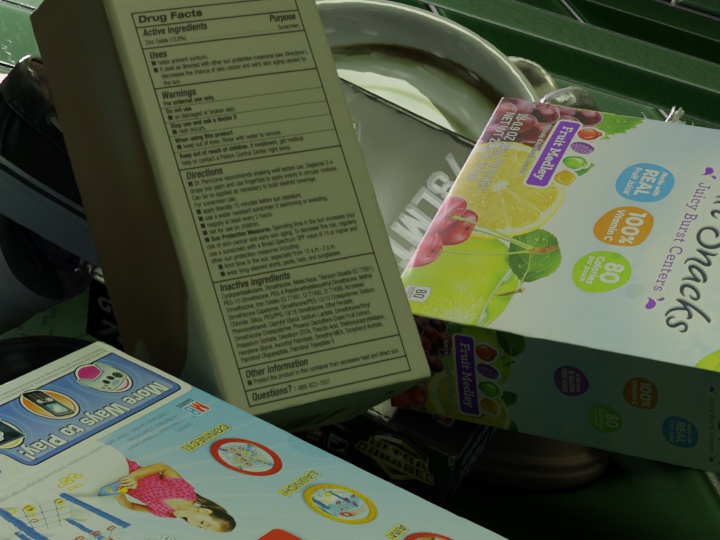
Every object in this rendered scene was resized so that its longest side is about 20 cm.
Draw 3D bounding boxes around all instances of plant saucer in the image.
[{"bbox_3d":[0.003,-0.068,1.272,0.200,0.050,0.200,6,46,-6],"label":"plant saucer"},{"bbox_3d":[0.038,0.057,1.211,0.200,0.030,0.200,17,15,-4],"label":"plant saucer"}]

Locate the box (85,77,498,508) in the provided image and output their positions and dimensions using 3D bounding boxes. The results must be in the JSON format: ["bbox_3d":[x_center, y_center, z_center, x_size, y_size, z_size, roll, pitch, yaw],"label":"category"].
[{"bbox_3d":[0.000,0.000,1.140,0.198,0.050,0.200,26,47,14],"label":"box"}]

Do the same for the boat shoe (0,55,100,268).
[{"bbox_3d":[-0.079,-0.030,1.026,0.200,0.071,0.072,24,30,-27],"label":"boat shoe"}]

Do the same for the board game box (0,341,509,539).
[{"bbox_3d":[-0.071,0.110,0.797,0.196,0.056,0.200,25,23,21],"label":"board game box"}]

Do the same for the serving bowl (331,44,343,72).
[{"bbox_3d":[-0.090,-0.125,1.377,0.200,0.200,0.066,30,-18,37],"label":"serving bowl"}]

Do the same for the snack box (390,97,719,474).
[{"bbox_3d":[0.133,0.005,1.053,0.200,0.068,0.169,11,43,18],"label":"snack box"}]

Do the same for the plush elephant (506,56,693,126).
[{"bbox_3d":[0.105,-0.039,1.398,0.155,0.165,0.200,-4,25,28],"label":"plush elephant"}]

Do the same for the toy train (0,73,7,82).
[{"bbox_3d":[-0.271,-0.100,1.343,0.150,0.056,0.200,27,18,27],"label":"toy train"}]

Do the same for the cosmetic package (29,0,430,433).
[{"bbox_3d":[-0.056,-0.032,0.958,0.105,0.200,0.071,-9,-12,-34],"label":"cosmetic package"}]

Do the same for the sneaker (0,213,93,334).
[{"bbox_3d":[-0.170,-0.019,1.106,0.075,0.087,0.200,52,14,-10],"label":"sneaker"}]

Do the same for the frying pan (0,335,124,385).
[{"bbox_3d":[-0.106,0.051,0.998,0.115,0.031,0.190,23,26,4],"label":"frying pan"}]
